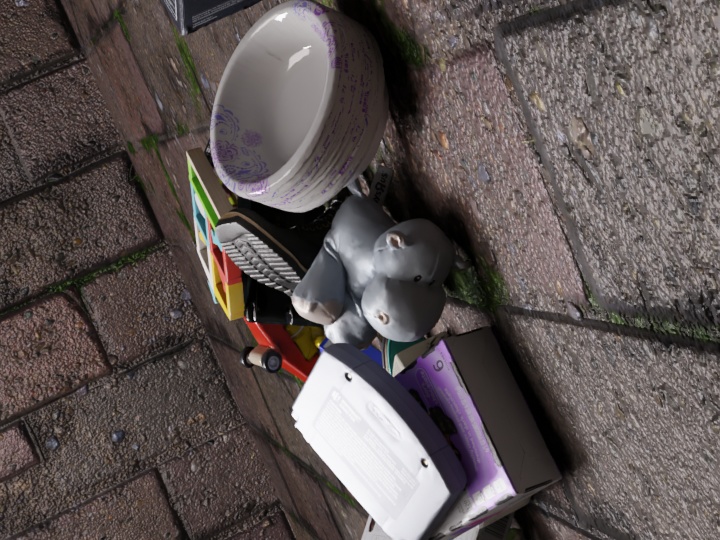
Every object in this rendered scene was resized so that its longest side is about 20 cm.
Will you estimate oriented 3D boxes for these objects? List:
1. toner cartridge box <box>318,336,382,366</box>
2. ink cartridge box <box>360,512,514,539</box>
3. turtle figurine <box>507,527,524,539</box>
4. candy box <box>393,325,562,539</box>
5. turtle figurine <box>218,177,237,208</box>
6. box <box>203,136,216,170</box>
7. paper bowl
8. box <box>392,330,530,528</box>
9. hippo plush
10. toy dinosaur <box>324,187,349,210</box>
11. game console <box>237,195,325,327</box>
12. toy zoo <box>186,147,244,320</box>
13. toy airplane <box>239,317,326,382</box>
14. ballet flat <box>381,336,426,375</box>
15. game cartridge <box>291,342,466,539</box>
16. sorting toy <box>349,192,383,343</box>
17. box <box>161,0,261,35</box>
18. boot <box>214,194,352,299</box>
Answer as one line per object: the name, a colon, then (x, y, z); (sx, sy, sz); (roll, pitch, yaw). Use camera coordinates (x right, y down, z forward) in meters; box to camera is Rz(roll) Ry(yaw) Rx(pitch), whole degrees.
toner cartridge box: (0.009, 0.152, 1.822); (0.095, 0.043, 0.200); (34, 161, 24)
ink cartridge box: (0.086, 0.297, 1.623); (0.050, 0.109, 0.200); (30, 160, -31)
turtle figurine: (0.157, 0.396, 1.559); (0.144, 0.199, 0.195); (118, 137, -54)
candy box: (0.088, 0.179, 1.431); (0.200, 0.071, 0.168); (-42, 67, 46)
turtle figurine: (-0.161, -0.049, 2.007); (0.161, 0.064, 0.201); (41, -133, -42)
box: (-0.115, -0.179, 1.620); (0.049, 0.160, 0.200); (23, -178, -22)
paper bowl: (-0.051, -0.156, 1.375); (0.200, 0.104, 0.202); (-23, 59, 45)
box: (0.111, 0.173, 1.534); (0.200, 0.068, 0.082); (59, 165, 23)
hippo plush: (0.044, -0.003, 1.414); (0.161, 0.159, 0.201); (14, 87, 51)
toy dinosaur: (-0.027, -0.079, 1.601); (0.088, 0.047, 0.201); (71, -160, -80)
game console: (-0.091, -0.038, 1.731); (0.116, 0.175, 0.201); (-13, -75, -72)
toy zoo: (-0.173, -0.032, 1.690); (0.201, 0.020, 0.131); (90, 157, -45)
toy airplane: (-0.060, 0.114, 1.997); (0.199, 0.142, 0.199); (23, 166, 12)
ballet flat: (0.075, 0.156, 1.645); (0.201, 0.073, 0.073); (63, 167, 0)
game cartridge: (0.018, 0.173, 1.411); (0.200, 0.040, 0.134); (47, 136, 20)
sorting toy: (0.000, 0.000, 1.719); (0.185, 0.036, 0.201); (52, 161, 44)
box: (-0.193, -0.408, 1.553); (0.200, 0.123, 0.199); (59, 167, 16)
boot: (-0.057, -0.044, 1.497); (0.077, 0.139, 0.200); (-3, 147, 44)
